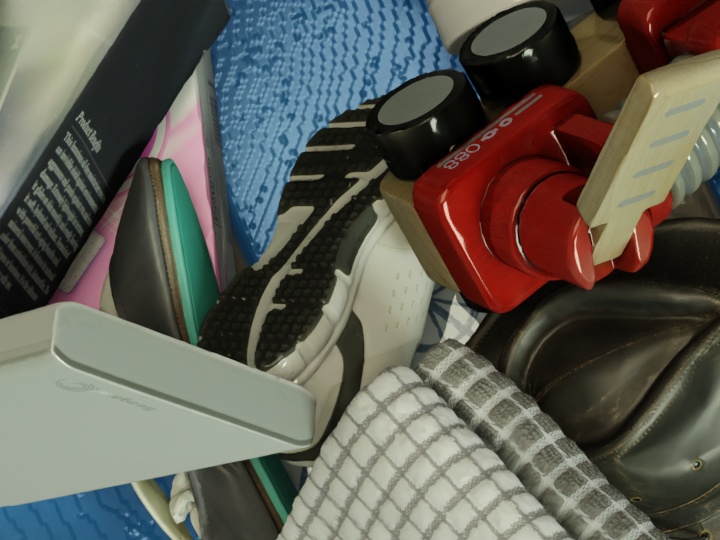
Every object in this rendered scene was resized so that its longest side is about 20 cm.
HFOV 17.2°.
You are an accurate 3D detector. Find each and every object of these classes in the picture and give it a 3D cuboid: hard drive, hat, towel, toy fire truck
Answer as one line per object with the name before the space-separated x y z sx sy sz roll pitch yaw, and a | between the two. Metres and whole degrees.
hard drive | -0.134 0.058 0.947 0.199 0.132 0.026 -14 63 42
hat | 0.115 0.044 0.977 0.200 0.081 0.201 -11 58 17
towel | 0.046 0.149 0.947 0.166 0.085 0.200 45 134 24
toy fire truck | 0.113 -0.061 0.919 0.176 0.200 0.129 -37 117 -14

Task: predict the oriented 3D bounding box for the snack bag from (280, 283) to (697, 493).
snack bag | 0.063 0.082 1.071 0.199 0.021 0.189 20 88 7

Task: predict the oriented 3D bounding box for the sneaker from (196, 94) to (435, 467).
sneaker | 0.000 0.000 1.024 0.073 0.080 0.200 3 46 38

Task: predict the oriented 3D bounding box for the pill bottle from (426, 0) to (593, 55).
pill bottle | 0.042 -0.204 1.057 0.112 0.112 0.201 -21 84 4

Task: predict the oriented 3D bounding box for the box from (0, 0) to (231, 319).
box | -0.192 -0.091 0.985 0.199 0.123 0.199 29 79 11

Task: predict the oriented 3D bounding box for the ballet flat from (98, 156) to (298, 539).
ballet flat | -0.079 0.053 1.017 0.073 0.073 0.201 -19 104 4

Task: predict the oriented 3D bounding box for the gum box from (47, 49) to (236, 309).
gum box | -0.123 -0.061 1.084 0.113 0.066 0.201 -7 85 4
